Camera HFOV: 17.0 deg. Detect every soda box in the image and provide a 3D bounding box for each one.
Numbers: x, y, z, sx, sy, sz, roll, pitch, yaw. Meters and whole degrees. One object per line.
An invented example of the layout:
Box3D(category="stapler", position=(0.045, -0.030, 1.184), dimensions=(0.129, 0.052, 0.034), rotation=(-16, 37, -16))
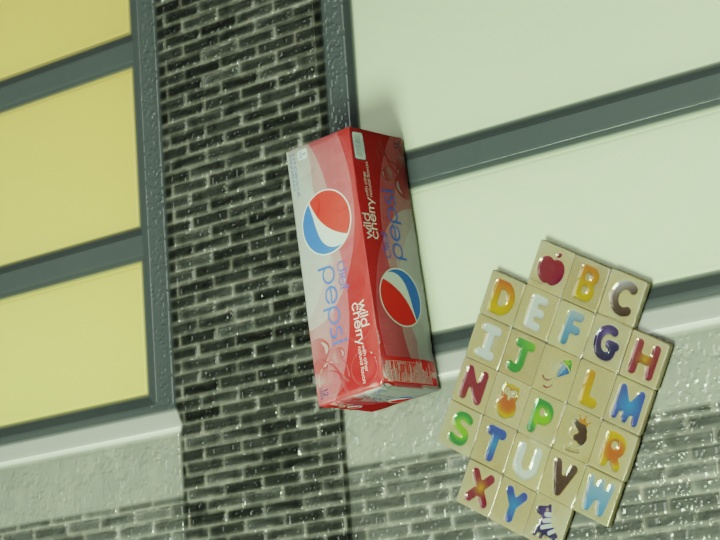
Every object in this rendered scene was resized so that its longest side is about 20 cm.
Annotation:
Box3D(category="soda box", position=(0.000, 0.000, 1.782), dimensions=(0.070, 0.063, 0.200), rotation=(-20, 70, 38))

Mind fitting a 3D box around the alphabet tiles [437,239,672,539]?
Box3D(category="alphabet tiles", position=(0.133, 0.087, 1.687), dimensions=(0.166, 0.006, 0.200), rotation=(25, 100, 42))
